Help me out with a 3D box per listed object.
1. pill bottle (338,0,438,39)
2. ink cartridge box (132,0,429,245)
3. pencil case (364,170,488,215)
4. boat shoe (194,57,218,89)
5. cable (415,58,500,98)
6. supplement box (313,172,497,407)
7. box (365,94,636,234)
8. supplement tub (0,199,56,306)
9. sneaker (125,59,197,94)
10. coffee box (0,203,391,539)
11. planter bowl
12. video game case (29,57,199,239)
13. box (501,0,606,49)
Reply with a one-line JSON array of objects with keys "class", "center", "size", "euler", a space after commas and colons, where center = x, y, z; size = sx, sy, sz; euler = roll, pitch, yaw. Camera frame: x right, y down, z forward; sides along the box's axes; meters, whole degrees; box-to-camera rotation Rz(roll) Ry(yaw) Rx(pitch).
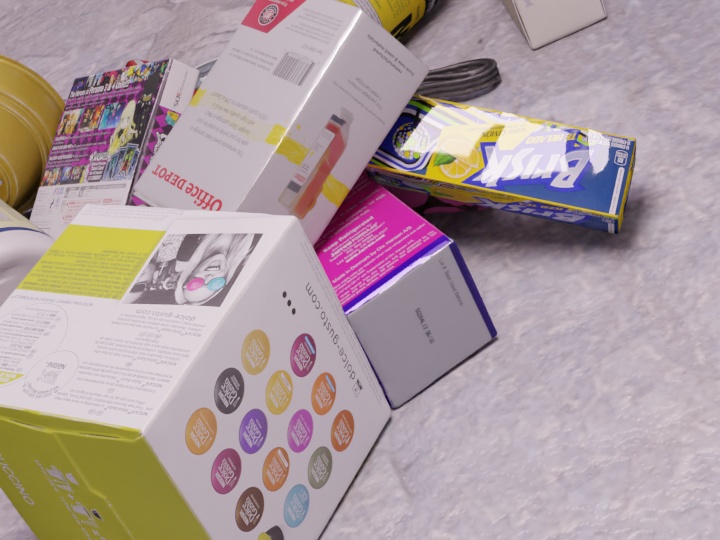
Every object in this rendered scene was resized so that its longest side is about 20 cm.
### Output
[{"class": "pill bottle", "center": [0.010, -0.275, 1.597], "size": [0.114, 0.115, 0.200], "euler": [18, 55, 44]}, {"class": "ink cartridge box", "center": [-0.063, -0.105, 1.246], "size": [0.200, 0.083, 0.145], "euler": [-56, 37, -3]}, {"class": "pencil case", "center": [0.021, -0.094, 1.386], "size": [0.199, 0.091, 0.094], "euler": [2, 57, 29]}, {"class": "boat shoe", "center": [-0.180, -0.145, 1.579], "size": [0.200, 0.073, 0.062], "euler": [-34, 21, -19]}, {"class": "cable", "center": [0.029, -0.152, 1.515], "size": [0.199, 0.051, 0.097], "euler": [-14, 19, -4]}, {"class": "supplement box", "center": [0.000, 0.000, 1.272], "size": [0.103, 0.101, 0.200], "euler": [-35, 36, -10]}, {"class": "box", "center": [0.108, -0.083, 1.264], "size": [0.199, 0.070, 0.065], "euler": [12, 82, 11]}, {"class": "supplement tub", "center": [-0.337, 0.009, 1.427], "size": [0.145, 0.145, 0.200], "euler": [-39, 38, -18]}, {"class": "sneaker", "center": [-0.134, -0.130, 1.522], "size": [0.115, 0.079, 0.200], "euler": [-16, 53, -29]}, {"class": "coffee box", "center": [-0.132, 0.094, 1.151], "size": [0.199, 0.200, 0.198], "euler": [6, 47, 35]}, {"class": "planter bowl", "center": [-0.369, -0.102, 1.538], "size": [0.200, 0.201, 0.084], "euler": [-17, 39, 11]}, {"class": "video game case", "center": [-0.225, -0.090, 1.461], "size": [0.200, 0.036, 0.182], "euler": [0, 73, 56]}, {"class": "box", "center": [0.161, -0.295, 1.570], "size": [0.082, 0.069, 0.200], "euler": [-23, 36, 4]}]
